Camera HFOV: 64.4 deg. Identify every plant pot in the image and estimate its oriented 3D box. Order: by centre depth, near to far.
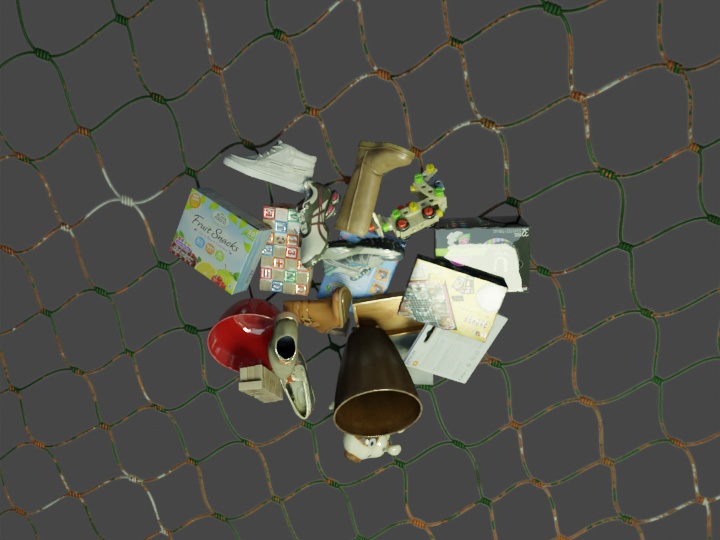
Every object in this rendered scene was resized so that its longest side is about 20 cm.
[{"bbox_3d":[0.025,0.229,1.254,0.186,0.201,0.187,-5,136,-5],"label":"plant pot"}]

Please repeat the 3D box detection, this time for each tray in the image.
[{"bbox_3d":[0.086,0.101,1.332,0.199,0.037,0.099,-10,109,1],"label":"tray"}]

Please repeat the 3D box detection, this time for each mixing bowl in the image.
[{"bbox_3d":[-0.254,0.139,1.354,0.199,0.109,0.201,-2,130,-2],"label":"mixing bowl"}]

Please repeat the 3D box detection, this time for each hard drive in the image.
[{"bbox_3d":[0.078,0.207,1.395,0.199,0.033,0.140,0,106,6],"label":"hard drive"}]

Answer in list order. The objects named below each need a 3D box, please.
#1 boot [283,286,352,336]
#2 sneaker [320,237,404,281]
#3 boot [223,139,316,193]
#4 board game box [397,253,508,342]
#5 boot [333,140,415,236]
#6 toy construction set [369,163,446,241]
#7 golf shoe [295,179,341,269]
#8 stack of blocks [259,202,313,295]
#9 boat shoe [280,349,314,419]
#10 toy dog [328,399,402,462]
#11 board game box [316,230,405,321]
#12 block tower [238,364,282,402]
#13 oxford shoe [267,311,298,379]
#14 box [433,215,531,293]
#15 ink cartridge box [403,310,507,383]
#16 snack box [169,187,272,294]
[{"bbox_3d":[-0.101,0.083,1.318,0.154,0.200,0.077,15,66,6],"label":"boot"},{"bbox_3d":[0.004,-0.024,1.283,0.199,0.078,0.087,0,111,17],"label":"sneaker"},{"bbox_3d":[-0.199,-0.249,1.279,0.199,0.074,0.096,18,101,-8],"label":"boot"},{"bbox_3d":[0.193,0.060,1.212,0.199,0.035,0.136,18,110,-1],"label":"board game box"},{"bbox_3d":[0.029,-0.169,1.221,0.066,0.175,0.201,14,95,-35],"label":"boot"},{"bbox_3d":[0.104,-0.135,1.243,0.200,0.092,0.131,-33,57,7],"label":"toy construction set"},{"bbox_3d":[-0.110,-0.101,1.252,0.088,0.201,0.077,29,150,-34],"label":"golf shoe"},{"bbox_3d":[-0.168,-0.051,1.332,0.115,0.059,0.201,6,107,4],"label":"stack of blocks"},{"bbox_3d":[-0.166,0.271,1.424,0.071,0.063,0.201,-16,102,12],"label":"boat shoe"},{"bbox_3d":[0.017,0.364,1.359,0.193,0.200,0.140,25,107,-2],"label":"toy dog"},{"bbox_3d":[0.000,0.000,1.341,0.151,0.037,0.201,22,106,0],"label":"board game box"},{"bbox_3d":[-0.233,0.272,1.363,0.054,0.200,0.058,-8,70,4],"label":"block tower"},{"bbox_3d":[-0.174,0.185,1.278,0.070,0.074,0.201,0,130,-7],"label":"oxford shoe"},{"bbox_3d":[0.261,-0.036,1.258,0.199,0.124,0.149,-2,106,5],"label":"box"},{"bbox_3d":[0.211,0.154,1.322,0.199,0.041,0.200,21,109,-28],"label":"ink cartridge box"},{"bbox_3d":[-0.321,-0.070,1.308,0.200,0.068,0.169,32,109,15],"label":"snack box"}]
